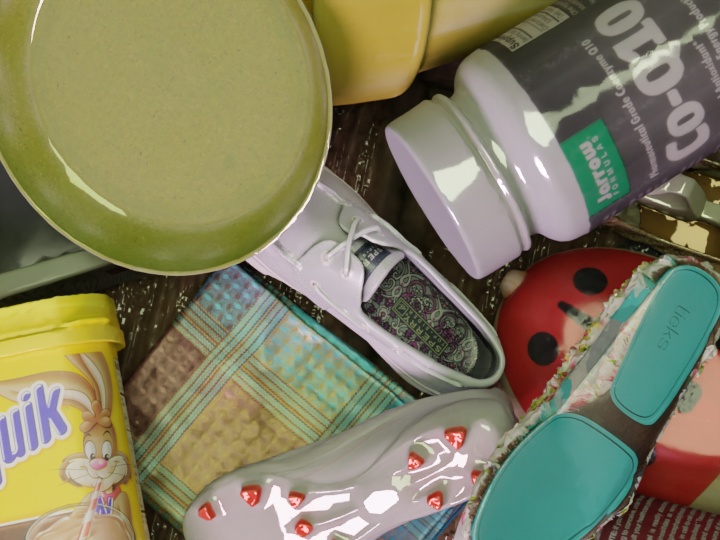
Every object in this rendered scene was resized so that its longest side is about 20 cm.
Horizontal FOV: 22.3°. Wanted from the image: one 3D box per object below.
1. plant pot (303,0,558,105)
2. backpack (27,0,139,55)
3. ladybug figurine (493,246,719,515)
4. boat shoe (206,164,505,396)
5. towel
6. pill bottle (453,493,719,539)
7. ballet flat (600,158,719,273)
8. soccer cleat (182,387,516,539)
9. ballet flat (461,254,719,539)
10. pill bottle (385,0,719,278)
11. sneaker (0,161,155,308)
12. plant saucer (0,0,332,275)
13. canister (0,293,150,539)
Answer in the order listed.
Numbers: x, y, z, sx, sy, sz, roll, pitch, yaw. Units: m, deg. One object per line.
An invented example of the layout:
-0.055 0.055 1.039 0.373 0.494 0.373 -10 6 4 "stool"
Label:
0.041 -0.197 1.012 0.188 0.201 0.202 -6 81 -14 "plant pot"
-0.137 -0.188 1.013 0.166 0.127 0.201 17 115 1 "backpack"
0.160 0.062 1.016 0.199 0.072 0.136 32 85 7 "ladybug figurine"
0.000 0.000 1.002 0.200 0.068 0.072 47 72 -14 "boat shoe"
-0.044 0.105 1.047 0.200 0.022 0.147 38 85 8 "towel"
0.150 0.177 0.972 0.199 0.113 0.114 14 82 17 "pill bottle"
0.195 -0.033 1.032 0.199 0.065 0.071 16 83 5 "ballet flat"
-0.003 0.117 1.004 0.199 0.078 0.070 -21 101 19 "soccer cleat"
0.121 0.078 0.944 0.076 0.064 0.200 42 79 -3 "ballet flat"
0.121 -0.087 0.962 0.199 0.113 0.113 -32 81 -4 "pill bottle"
-0.139 -0.052 1.048 0.199 0.075 0.107 -16 78 -3 "sneaker"
-0.104 -0.096 0.951 0.199 0.031 0.201 7 111 17 "plant saucer"
-0.188 0.126 0.994 0.148 0.087 0.201 -12 82 0 "canister"
